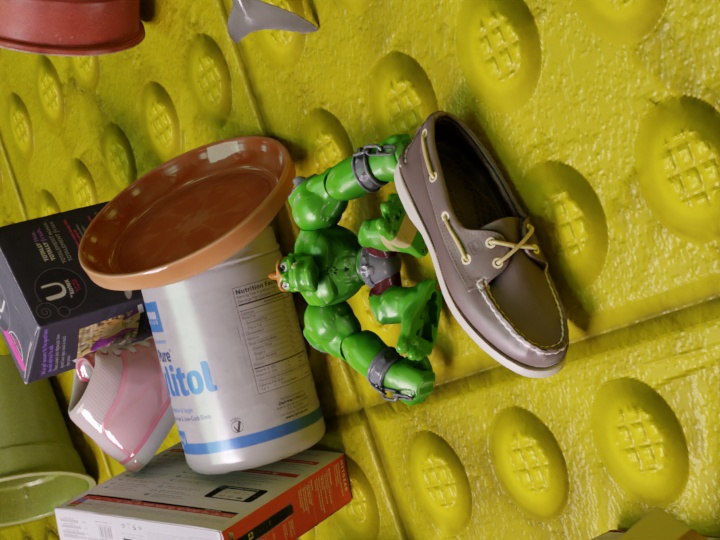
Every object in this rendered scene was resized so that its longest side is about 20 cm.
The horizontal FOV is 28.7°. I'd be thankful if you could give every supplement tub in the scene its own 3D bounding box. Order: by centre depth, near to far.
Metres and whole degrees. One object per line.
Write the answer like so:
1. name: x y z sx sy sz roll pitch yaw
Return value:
1. supplement tub: -0.115 0.071 1.261 0.132 0.132 0.200 -9 97 58

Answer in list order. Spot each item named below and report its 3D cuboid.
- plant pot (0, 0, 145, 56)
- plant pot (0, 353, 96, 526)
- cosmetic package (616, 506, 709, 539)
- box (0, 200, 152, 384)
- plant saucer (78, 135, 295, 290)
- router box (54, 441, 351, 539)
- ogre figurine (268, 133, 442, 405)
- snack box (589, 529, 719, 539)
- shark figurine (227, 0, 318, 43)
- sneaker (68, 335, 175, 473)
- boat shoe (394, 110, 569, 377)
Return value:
1. plant pot: -0.289 -0.326 1.310 0.201 0.201 0.196 39 126 43
2. plant pot: -0.462 0.215 1.850 0.200 0.200 0.190 -51 48 54
3. cosmetic package: 0.220 0.236 0.796 0.200 0.071 0.105 33 116 23
4. box: -0.256 0.011 1.387 0.122 0.200 0.106 59 145 23
5. plant saucer: -0.146 -0.047 1.203 0.200 0.200 0.032 20 144 53
6. router box: -0.139 0.210 1.263 0.200 0.179 0.049 0 105 36
7. ogre figurine: 0.000 0.000 1.091 0.120 0.098 0.200 3 123 39
8. snack box: 0.216 0.274 0.909 0.142 0.053 0.200 -10 96 59
9. shark figurine: -0.103 -0.293 1.133 0.128 0.089 0.215 61 -174 -65
10. sneaker: -0.203 0.083 1.332 0.105 0.200 0.075 36 146 -12
11. boat shoe: 0.087 -0.020 0.961 0.200 0.072 0.060 63 151 27
